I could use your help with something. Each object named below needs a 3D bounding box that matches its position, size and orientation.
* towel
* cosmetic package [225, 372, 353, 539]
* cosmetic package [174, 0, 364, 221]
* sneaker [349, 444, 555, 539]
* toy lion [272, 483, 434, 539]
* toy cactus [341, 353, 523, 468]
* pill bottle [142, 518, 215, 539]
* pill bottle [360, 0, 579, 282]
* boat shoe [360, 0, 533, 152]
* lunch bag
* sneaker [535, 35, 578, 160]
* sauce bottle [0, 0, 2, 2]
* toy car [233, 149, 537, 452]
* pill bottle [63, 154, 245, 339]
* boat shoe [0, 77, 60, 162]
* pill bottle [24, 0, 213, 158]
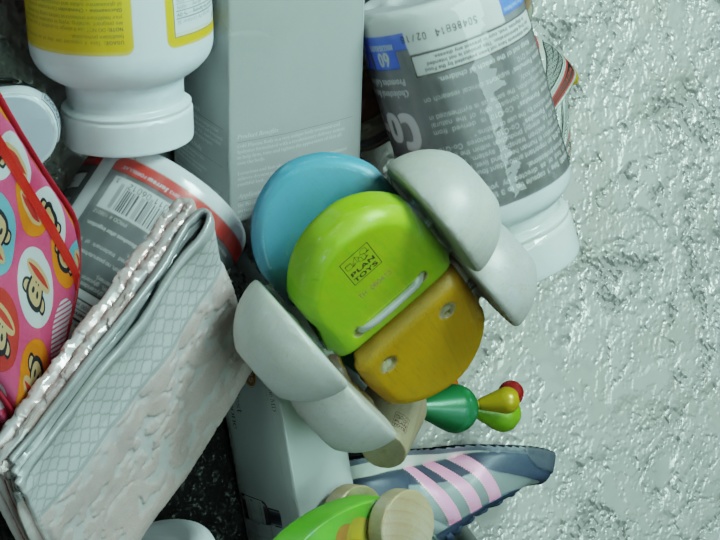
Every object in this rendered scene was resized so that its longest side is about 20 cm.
[{"bbox_3d":[-0.130,0.083,1.002,0.200,0.032,0.191,-56,158,-25],"label":"towel"},{"bbox_3d":[-0.046,0.147,1.182,0.050,0.082,0.201,-16,101,-34],"label":"cosmetic package"},{"bbox_3d":[-0.060,-0.142,1.116,0.106,0.090,0.201,-13,118,-30],"label":"cosmetic package"},{"bbox_3d":[0.058,0.169,1.261,0.199,0.070,0.083,-2,82,-30],"label":"sneaker"},{"bbox_3d":[-0.023,0.257,1.098,0.191,0.068,0.201,-22,104,-41],"label":"toy lion"},{"bbox_3d":[0.036,0.069,1.204,0.200,0.102,0.165,44,32,-20],"label":"toy cactus"},{"bbox_3d":[-0.112,0.272,1.120,0.115,0.115,0.201,-32,110,-30],"label":"pill bottle"},{"bbox_3d":[0.076,-0.093,1.158,0.113,0.113,0.201,-28,110,-31],"label":"pill bottle"},{"bbox_3d":[0.045,-0.161,1.237,0.200,0.076,0.072,-39,111,-29],"label":"boat shoe"},{"bbox_3d":[-0.218,-0.023,0.925,0.200,0.081,0.177,67,24,-50],"label":"lunch bag"},{"bbox_3d":[0.121,-0.077,1.291,0.082,0.078,0.201,18,82,-36],"label":"sneaker"},{"bbox_3d":[-0.216,-0.262,1.049,0.066,0.066,0.201,20,83,-34],"label":"sauce bottle"},{"bbox_3d":[0.000,0.000,1.076,0.175,0.150,0.200,-41,147,-1],"label":"toy car"},{"bbox_3d":[-0.166,0.031,1.070,0.116,0.116,0.201,41,70,-30],"label":"pill bottle"},{"bbox_3d":[-0.276,-0.075,1.014,0.199,0.066,0.070,-17,116,-10],"label":"boat shoe"},{"bbox_3d":[-0.144,-0.174,1.028,0.112,0.112,0.201,-16,116,-34],"label":"pill bottle"}]
